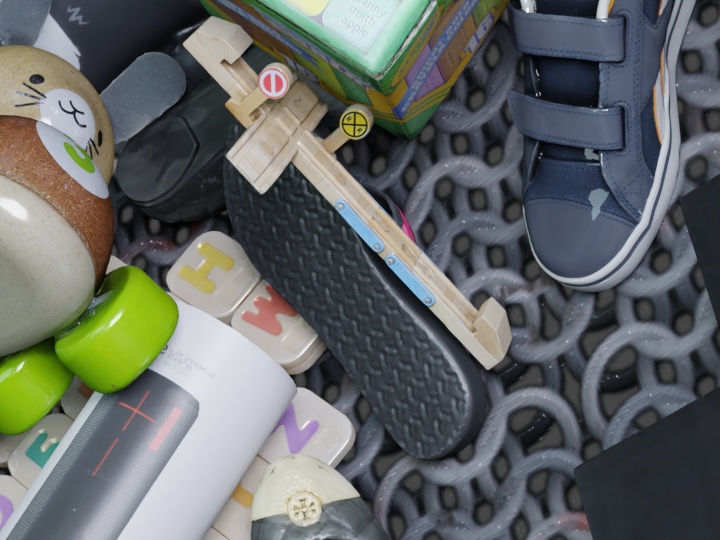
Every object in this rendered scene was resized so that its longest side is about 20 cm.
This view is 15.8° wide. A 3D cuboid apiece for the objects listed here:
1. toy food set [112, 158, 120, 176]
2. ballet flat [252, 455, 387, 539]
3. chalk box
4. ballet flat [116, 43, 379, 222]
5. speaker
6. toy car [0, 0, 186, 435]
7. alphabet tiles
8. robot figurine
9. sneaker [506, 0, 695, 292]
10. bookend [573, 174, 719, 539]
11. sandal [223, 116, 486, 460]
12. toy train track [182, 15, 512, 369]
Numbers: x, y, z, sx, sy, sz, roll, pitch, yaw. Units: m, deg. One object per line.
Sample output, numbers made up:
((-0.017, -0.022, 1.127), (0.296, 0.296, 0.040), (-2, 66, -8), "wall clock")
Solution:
((-0.206, 0.032, 1.307), (0.143, 0.060, 0.200), (-20, 33, 56), "toy food set")
((-0.003, 0.173, 1.141), (0.066, 0.057, 0.201), (-16, 70, -1), "ballet flat")
((-0.003, -0.152, 1.127), (0.124, 0.200, 0.124), (35, 88, 10), "chalk box")
((-0.033, -0.082, 1.271), (0.199, 0.057, 0.067), (-25, 76, 25), "ballet flat")
((-0.112, 0.113, 1.172), (0.081, 0.081, 0.200), (20, 70, 41), "speaker")
((-0.152, -0.058, 1.198), (0.157, 0.164, 0.200), (-24, 30, 46), "toy car")
((-0.103, 0.074, 1.249), (0.195, 0.015, 0.200), (33, 78, 37), "alphabet tiles")
((-0.125, -0.161, 1.319), (0.200, 0.150, 0.125), (-33, 21, 28), "robot figurine")
((0.100, -0.095, 1.141), (0.078, 0.079, 0.201), (7, 83, 39), "sneaker")
((0.172, 0.053, 1.028), (0.200, 0.092, 0.200), (-33, 57, 30), "bookend")
((0.000, 0.000, 1.215), (0.075, 0.045, 0.200), (-46, 70, 38), "sandal")
((0.003, -0.040, 1.154), (0.033, 0.115, 0.200), (-39, 99, 25), "toy train track")
